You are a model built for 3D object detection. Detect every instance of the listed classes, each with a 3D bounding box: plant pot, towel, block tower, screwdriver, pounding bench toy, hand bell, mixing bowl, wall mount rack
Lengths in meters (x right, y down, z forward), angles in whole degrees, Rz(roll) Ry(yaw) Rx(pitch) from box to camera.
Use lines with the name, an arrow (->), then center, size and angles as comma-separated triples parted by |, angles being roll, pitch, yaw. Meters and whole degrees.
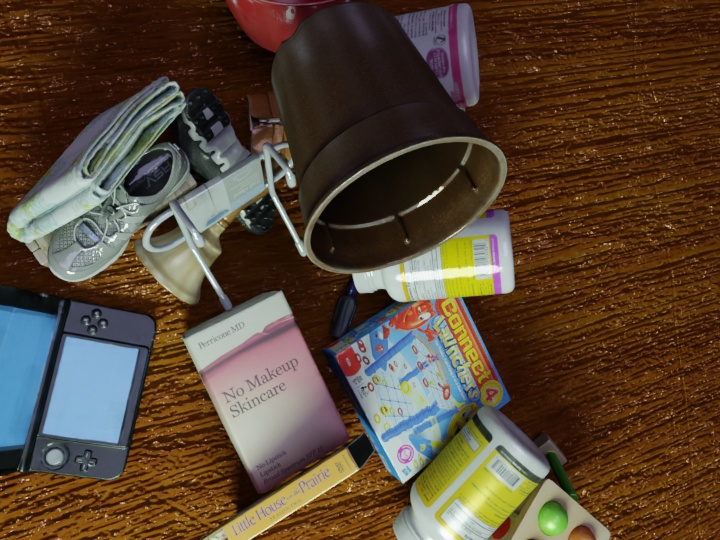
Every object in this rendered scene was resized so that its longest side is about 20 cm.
plant pot -> 0.011, -0.135, 0.582 | 0.198, 0.201, 0.200 | -13, 65, -18
towel -> -0.288, -0.121, 0.640 | 0.048, 0.198, 0.172 | 48, 48, -29
block tower -> -0.298, -0.069, 0.726 | 0.199, 0.058, 0.054 | -37, 96, -15
screwdriver -> 0.000, 0.000, 0.826 | 0.029, 0.028, 0.202 | 32, 74, -43
pounding bench toy -> 0.248, 0.323, 0.806 | 0.124, 0.156, 0.201 | 40, 75, -10
hand bell -> -0.161, -0.065, 0.713 | 0.200, 0.104, 0.104 | -43, 98, 1
mixing bowl -> -0.092, -0.355, 0.771 | 0.197, 0.109, 0.202 | 3, 55, -5
wall mount rack -> -0.131, -0.047, 0.661 | 0.199, 0.174, 0.075 | -36, 72, -17

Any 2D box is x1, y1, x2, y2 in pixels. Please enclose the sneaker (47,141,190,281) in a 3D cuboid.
sneaker -> -0.273, -0.076, 0.661 | 0.075, 0.082, 0.201 | 40, 76, -10

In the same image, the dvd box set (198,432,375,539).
dvd box set -> -0.080, 0.258, 0.685 | 0.199, 0.146, 0.030 | -33, 78, 3

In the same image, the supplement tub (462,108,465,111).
supplement tub -> 0.085, -0.165, 0.819 | 0.121, 0.122, 0.203 | 2, 85, -17

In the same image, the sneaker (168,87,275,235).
sneaker -> -0.180, -0.133, 0.765 | 0.067, 0.090, 0.201 | -51, 126, -34

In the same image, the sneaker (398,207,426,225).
sneaker -> 0.022, -0.088, 0.736 | 0.099, 0.198, 0.071 | -52, 135, -32

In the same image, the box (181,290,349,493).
box -> -0.118, 0.141, 0.729 | 0.127, 0.109, 0.202 | -26, 96, -18

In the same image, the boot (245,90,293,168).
boot -> -0.071, -0.150, 0.798 | 0.153, 0.074, 0.203 | -7, 76, -18

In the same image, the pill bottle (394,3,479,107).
pill bottle -> 0.039, -0.244, 0.720 | 0.197, 0.113, 0.115 | -4, 85, 18

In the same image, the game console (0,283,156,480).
game console -> -0.336, 0.133, 0.662 | 0.174, 0.116, 0.203 | 13, 82, -15

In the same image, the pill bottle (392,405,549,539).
pill bottle -> 0.136, 0.282, 0.761 | 0.112, 0.113, 0.200 | 40, 96, -10

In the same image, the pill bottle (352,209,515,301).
pill bottle -> 0.092, -0.016, 0.755 | 0.197, 0.104, 0.106 | -5, 85, 14

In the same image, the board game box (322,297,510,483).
board game box -> 0.080, 0.144, 0.811 | 0.195, 0.056, 0.202 | -32, 101, -17
